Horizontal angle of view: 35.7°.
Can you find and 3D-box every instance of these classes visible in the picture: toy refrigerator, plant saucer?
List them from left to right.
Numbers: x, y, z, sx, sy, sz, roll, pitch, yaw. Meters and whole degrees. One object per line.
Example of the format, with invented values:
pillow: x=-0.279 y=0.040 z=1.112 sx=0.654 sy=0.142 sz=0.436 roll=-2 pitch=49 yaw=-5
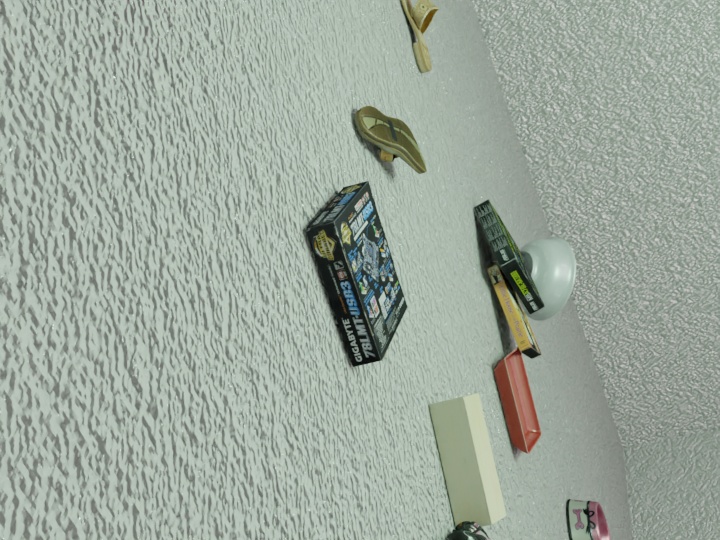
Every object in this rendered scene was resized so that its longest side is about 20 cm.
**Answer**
toy refrigerator: x=0.169 y=0.305 z=1.790 sx=0.076 sy=0.069 sz=0.202 roll=0 pitch=75 yaw=-65
plant saucer: x=0.329 y=0.273 z=2.365 sx=0.199 sy=0.036 sz=0.202 roll=-12 pitch=89 yaw=-73

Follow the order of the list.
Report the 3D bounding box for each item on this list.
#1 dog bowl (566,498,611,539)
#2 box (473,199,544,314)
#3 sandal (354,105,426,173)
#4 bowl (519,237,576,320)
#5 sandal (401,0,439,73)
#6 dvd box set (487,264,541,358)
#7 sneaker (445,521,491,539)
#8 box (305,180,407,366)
dog bowl: x=0.564 y=0.655 z=2.736 sx=0.200 sy=0.073 sz=0.203 roll=-14 pitch=90 yaw=-72
box: x=0.334 y=-0.030 z=2.509 sx=0.193 sy=0.047 sz=0.201 roll=48 pitch=18 yaw=-44
sandal: x=0.043 y=-0.211 z=1.838 sx=0.199 sy=0.054 sz=0.081 roll=21 pitch=49 yaw=-52
bowl: x=0.408 y=0.010 z=2.638 sx=0.090 sy=0.201 sz=0.203 roll=16 pitch=54 yaw=-29
sandal: x=0.134 y=-0.523 z=2.326 sx=0.078 sy=0.069 sz=0.214 roll=-10 pitch=86 yaw=-73
dvd box set: x=0.345 y=0.094 z=2.504 sx=0.202 sy=0.029 sz=0.146 roll=70 pitch=13 yaw=18
sneaker: x=0.158 y=0.417 z=1.684 sx=0.200 sy=0.080 sz=0.087 roll=62 pitch=9 yaw=-59
box: x=0.000 y=0.000 z=1.530 sx=0.200 sy=0.049 sz=0.200 roll=-58 pitch=130 yaw=-66
